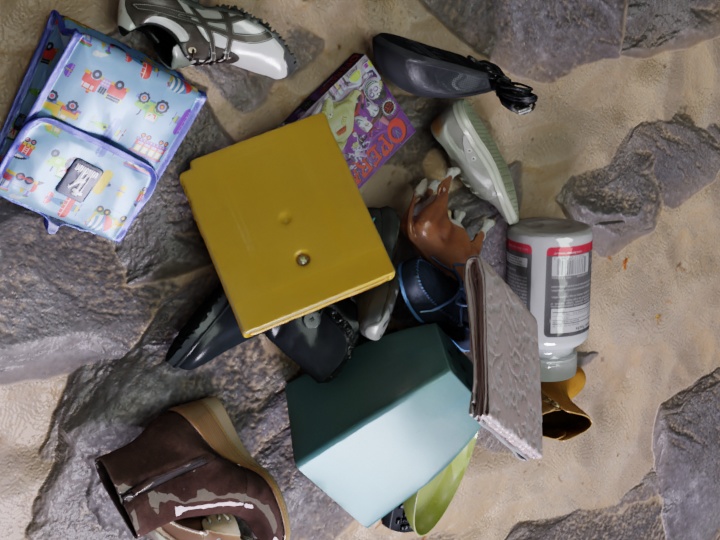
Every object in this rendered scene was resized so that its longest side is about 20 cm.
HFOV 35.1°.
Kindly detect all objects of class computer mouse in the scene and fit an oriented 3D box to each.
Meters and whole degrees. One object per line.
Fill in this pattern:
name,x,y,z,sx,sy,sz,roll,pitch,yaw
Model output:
computer mouse,0.098,-0.224,1.330,0.199,0.139,0.053,12,113,-26

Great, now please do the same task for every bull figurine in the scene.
bull figurine,0.109,-0.034,1.390,0.200,0.065,0.122,53,51,-51

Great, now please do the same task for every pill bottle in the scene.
pill bottle,0.244,0.038,1.483,0.110,0.111,0.201,-9,107,-31

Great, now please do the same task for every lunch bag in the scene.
lunch bag,-0.274,-0.130,1.136,0.150,0.094,0.200,22,102,-36

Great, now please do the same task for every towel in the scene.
towel,0.164,0.105,1.302,0.200,0.032,0.192,42,43,-56

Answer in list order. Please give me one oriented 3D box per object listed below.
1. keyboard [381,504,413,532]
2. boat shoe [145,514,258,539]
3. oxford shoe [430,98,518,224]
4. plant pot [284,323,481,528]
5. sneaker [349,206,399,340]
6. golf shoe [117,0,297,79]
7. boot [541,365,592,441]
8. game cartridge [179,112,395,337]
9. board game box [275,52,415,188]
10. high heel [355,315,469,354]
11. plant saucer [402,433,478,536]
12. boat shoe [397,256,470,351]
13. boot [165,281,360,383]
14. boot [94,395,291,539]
keyboard,0.073,0.247,1.468,0.104,0.040,0.201,4,99,-34
boat shoe,-0.176,0.308,1.309,0.200,0.076,0.072,40,72,-39
oxford shoe,0.145,-0.130,1.414,0.058,0.075,0.200,-22,132,19
plant pot,0.038,0.163,1.315,0.200,0.142,0.141,-34,123,13
sneaker,0.000,0.000,1.288,0.079,0.200,0.076,12,130,-10
golf shoe,-0.162,-0.234,1.170,0.200,0.078,0.095,27,71,-25
boot,0.262,0.180,1.509,0.201,0.144,0.071,-7,106,-31
game cartridge,-0.081,-0.051,1.221,0.176,0.032,0.201,-21,77,-10
board game box,-0.036,-0.140,1.310,0.200,0.032,0.120,-47,126,-15
high heel,0.060,0.056,1.389,0.199,0.071,0.143,-10,114,-21
plant saucer,0.100,0.235,1.433,0.200,0.031,0.201,-49,149,-42
boat shoe,0.113,0.032,1.340,0.200,0.068,0.084,32,50,-53
boot,-0.096,0.074,1.269,0.168,0.076,0.200,43,71,-12
boot,-0.183,0.253,1.252,0.166,0.072,0.200,-30,89,-38
